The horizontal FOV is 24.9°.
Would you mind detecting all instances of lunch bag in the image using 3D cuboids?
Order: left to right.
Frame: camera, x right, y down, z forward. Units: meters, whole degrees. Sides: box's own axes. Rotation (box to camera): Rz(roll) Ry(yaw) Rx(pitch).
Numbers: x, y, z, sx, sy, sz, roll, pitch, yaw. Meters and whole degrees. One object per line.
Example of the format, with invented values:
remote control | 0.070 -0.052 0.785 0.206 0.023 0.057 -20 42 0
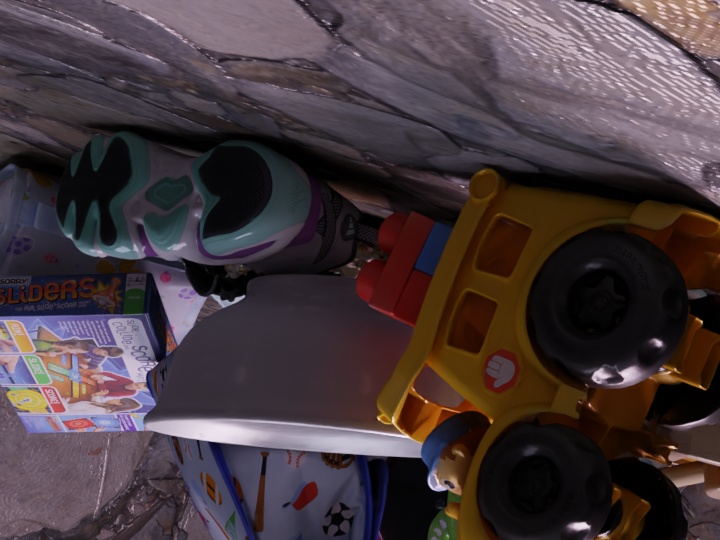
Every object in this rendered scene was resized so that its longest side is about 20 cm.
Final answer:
lunch bag | -0.215 -0.005 1.258 0.169 0.128 0.200 16 167 -22
lunch bag | -0.056 0.137 1.113 0.123 0.201 0.170 -17 174 -15

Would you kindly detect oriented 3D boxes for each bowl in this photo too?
bowl | -0.023 0.055 0.941 0.200 0.091 0.201 4 170 1

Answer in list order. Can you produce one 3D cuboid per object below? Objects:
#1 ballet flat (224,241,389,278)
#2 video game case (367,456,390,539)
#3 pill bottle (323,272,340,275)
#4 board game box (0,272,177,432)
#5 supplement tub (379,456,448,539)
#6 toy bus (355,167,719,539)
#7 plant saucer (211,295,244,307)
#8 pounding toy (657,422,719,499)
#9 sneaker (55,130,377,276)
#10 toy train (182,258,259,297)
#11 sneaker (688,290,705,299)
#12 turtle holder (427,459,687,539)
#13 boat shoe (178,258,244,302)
ballet flat | 0.000 0.000 1.080 0.199 0.064 0.076 14 173 -2
video game case | 0.014 0.167 1.283 0.036 0.201 0.181 27 153 -4
pill bottle | 0.065 0.053 1.180 0.199 0.113 0.112 14 174 4
board game box | -0.205 0.066 1.216 0.134 0.035 0.200 -1 150 3
supplement tub | 0.100 0.175 1.182 0.106 0.108 0.200 10 176 32
toy bus | 0.075 0.051 0.806 0.191 0.201 0.136 19 175 33
plant saucer | -0.049 0.028 1.331 0.199 0.036 0.200 30 160 12
pounding toy | 0.258 0.110 1.090 0.199 0.143 0.184 14 173 8
sneaker | -0.078 -0.026 0.969 0.199 0.078 0.140 9 171 42
toy train | -0.110 -0.027 1.082 0.034 0.046 0.200 15 167 42
sneaker | 0.109 0.029 0.961 0.139 0.078 0.200 16 173 -17
turtle holder | 0.129 0.144 1.020 0.140 0.187 0.132 -12 176 -28
boat shoe | -0.102 -0.014 1.161 0.072 0.069 0.200 9 171 39
